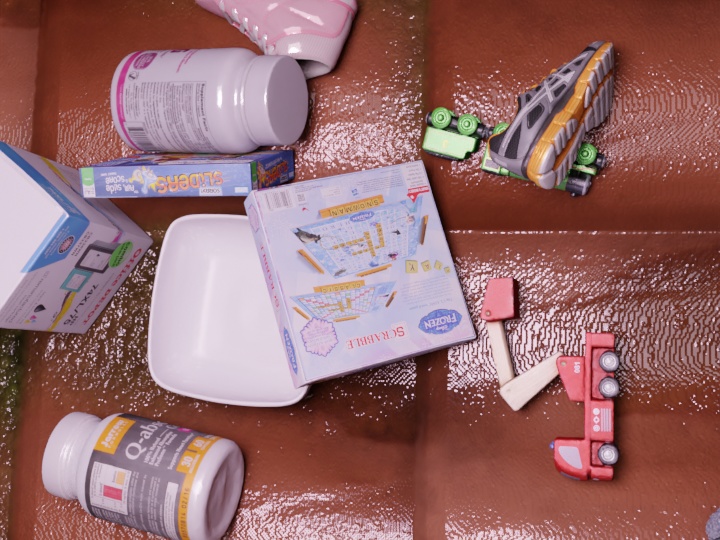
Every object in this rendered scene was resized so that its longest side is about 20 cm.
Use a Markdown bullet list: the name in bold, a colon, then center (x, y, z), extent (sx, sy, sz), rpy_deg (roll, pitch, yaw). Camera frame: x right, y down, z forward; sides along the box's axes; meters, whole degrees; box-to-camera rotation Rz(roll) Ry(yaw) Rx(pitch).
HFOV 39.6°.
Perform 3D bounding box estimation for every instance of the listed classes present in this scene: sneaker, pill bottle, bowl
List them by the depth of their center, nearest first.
- **sneaker**: center (0.199, -0.168, 1.008), extent (0.077, 0.079, 0.200), rpy_deg (17, 53, 32)
- **pill bottle**: center (-0.237, 0.222, 1.092), extent (0.198, 0.116, 0.118), rpy_deg (11, 87, 16)
- **bowl**: center (-0.128, 0.045, 1.103), extent (0.198, 0.075, 0.202), rpy_deg (6, 85, 15)
- **pill bottle**: center (-0.165, -0.187, 1.104), extent (0.198, 0.113, 0.115), rpy_deg (4, 85, 24)
- **sneaker**: center (-0.108, -0.274, 1.131), extent (0.198, 0.075, 0.106), rpy_deg (12, 82, 12)

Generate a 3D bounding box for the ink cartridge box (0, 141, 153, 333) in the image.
- **ink cartridge box**: center (-0.361, -0.033, 1.109), extent (0.146, 0.200, 0.147), rpy_deg (39, 95, 14)

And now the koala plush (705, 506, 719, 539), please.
- **koala plush**: center (0.321, 0.333, 0.910), extent (0.199, 0.183, 0.179), rpy_deg (-35, 76, 21)

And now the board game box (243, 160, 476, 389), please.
- **board game box**: center (0.000, 0.000, 1.034), extent (0.198, 0.041, 0.202), rpy_deg (-12, 79, -23)

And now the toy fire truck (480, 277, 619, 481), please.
- **toy fire truck**: center (0.193, 0.110, 1.021), extent (0.139, 0.049, 0.203), rpy_deg (1, 85, 16)

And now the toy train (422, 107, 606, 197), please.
- **toy train**: center (0.159, -0.126, 1.062), extent (0.198, 0.042, 0.057), rpy_deg (17, 98, 16)

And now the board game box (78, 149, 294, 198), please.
- **board game box**: center (-0.188, -0.108, 1.102), extent (0.197, 0.135, 0.035), rpy_deg (1, 103, 17)
